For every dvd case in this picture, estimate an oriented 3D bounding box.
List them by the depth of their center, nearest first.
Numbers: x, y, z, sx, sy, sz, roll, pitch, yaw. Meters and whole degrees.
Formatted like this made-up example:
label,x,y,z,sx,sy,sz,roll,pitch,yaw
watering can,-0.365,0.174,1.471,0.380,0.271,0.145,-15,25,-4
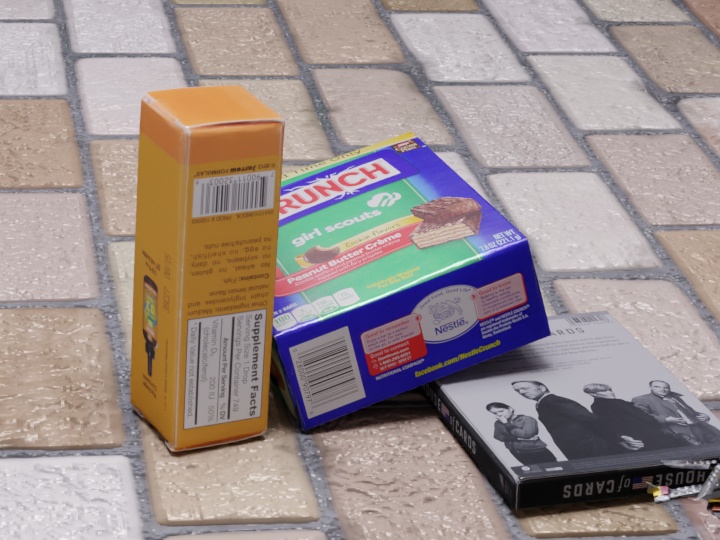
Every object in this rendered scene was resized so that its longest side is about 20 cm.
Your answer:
label,x,y,z,sx,sy,sz,roll,pitch,yaw
dvd case,0.124,0.080,1.355,0.150,0.025,0.200,-5,24,-18

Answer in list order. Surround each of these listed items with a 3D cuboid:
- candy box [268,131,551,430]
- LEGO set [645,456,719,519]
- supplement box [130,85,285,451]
label,x,y,z,sx,sy,sz,roll,pitch,yaw
candy box,0.000,0.000,1.411,0.169,0.077,0.200,-21,28,-12
LEGO set,0.243,0.083,1.138,0.154,0.116,0.200,3,30,25
supplement box,-0.089,-0.001,1.291,0.069,0.200,0.067,-6,25,-28
